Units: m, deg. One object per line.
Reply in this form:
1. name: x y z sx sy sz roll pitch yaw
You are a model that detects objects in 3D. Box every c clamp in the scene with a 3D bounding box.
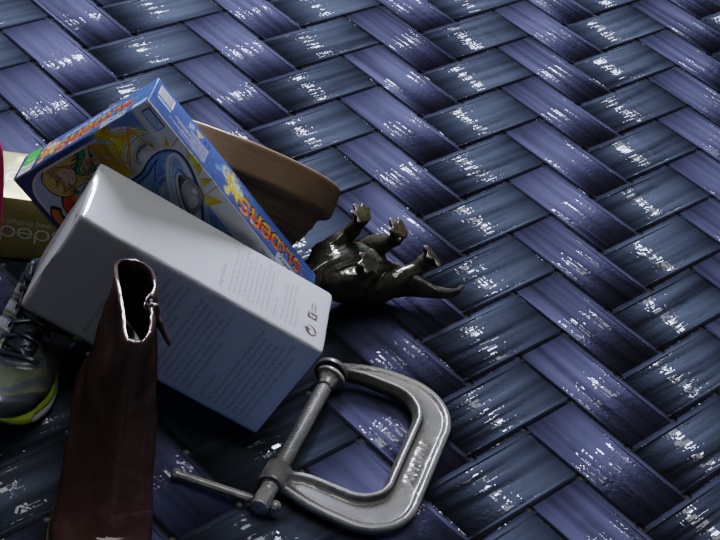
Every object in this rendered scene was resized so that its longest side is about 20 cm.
1. c clamp: -0.022 0.126 1.204 0.170 0.027 0.200 24 38 12

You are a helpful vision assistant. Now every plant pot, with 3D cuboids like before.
1. plant pot: -0.123 -0.056 1.276 0.199 0.093 0.201 19 -6 2

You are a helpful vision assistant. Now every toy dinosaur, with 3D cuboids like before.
1. toy dinosaur: 0.000 0.000 1.327 0.199 0.102 0.078 -4 67 -44

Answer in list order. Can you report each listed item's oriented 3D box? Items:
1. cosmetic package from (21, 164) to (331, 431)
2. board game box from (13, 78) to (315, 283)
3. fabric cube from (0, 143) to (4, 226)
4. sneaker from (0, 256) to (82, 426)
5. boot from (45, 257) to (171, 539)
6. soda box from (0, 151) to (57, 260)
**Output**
1. cosmetic package: -0.131 0.022 1.157 0.199 0.102 0.072 30 34 -16
2. board game box: -0.145 -0.032 1.193 0.200 0.135 0.035 51 28 -25
3. fabric cube: -0.400 -0.034 1.142 0.200 0.197 0.199 37 42 26
4. sneaker: -0.246 0.038 1.196 0.073 0.081 0.201 16 37 2
5. boot: -0.166 0.111 1.058 0.072 0.167 0.201 5 38 -12
6. soda box: -0.293 -0.055 1.316 0.198 0.064 0.068 7 37 -9
